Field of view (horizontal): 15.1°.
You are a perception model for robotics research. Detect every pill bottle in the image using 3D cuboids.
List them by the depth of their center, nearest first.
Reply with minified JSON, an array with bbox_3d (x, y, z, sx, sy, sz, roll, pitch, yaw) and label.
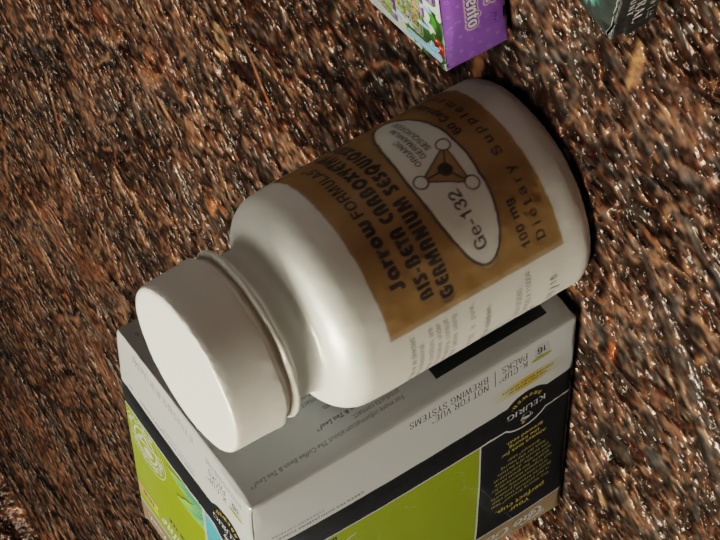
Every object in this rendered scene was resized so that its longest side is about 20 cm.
[{"bbox_3d":[0.000,0.000,1.298,0.114,0.200,0.114,50,159,28],"label":"pill bottle"}]

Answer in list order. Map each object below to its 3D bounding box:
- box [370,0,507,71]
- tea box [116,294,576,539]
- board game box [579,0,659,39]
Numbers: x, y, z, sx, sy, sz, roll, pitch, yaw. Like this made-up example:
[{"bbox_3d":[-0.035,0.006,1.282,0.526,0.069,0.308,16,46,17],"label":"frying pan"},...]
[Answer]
[{"bbox_3d":[-0.006,-0.201,1.275,0.200,0.039,0.137,46,158,38],"label":"box"},{"bbox_3d":[-0.006,0.080,1.433,0.134,0.200,0.197,50,158,29],"label":"tea box"},{"bbox_3d":[0.085,-0.195,1.057,0.135,0.028,0.200,54,160,19],"label":"board game box"}]
